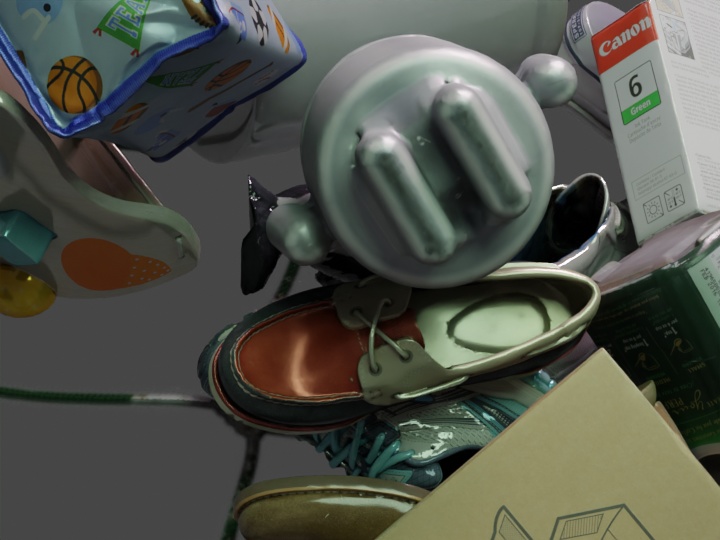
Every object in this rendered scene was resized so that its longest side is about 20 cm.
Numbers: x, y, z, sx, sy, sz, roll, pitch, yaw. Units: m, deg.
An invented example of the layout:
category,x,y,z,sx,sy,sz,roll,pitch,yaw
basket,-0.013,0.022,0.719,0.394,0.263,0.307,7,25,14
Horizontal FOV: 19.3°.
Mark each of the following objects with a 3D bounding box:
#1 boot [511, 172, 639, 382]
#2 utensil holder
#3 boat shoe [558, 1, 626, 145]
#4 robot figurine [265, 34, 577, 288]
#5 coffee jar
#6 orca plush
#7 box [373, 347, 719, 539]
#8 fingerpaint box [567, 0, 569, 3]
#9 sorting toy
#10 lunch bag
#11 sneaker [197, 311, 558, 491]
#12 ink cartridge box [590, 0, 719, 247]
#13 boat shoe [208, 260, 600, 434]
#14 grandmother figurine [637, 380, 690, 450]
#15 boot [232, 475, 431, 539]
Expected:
category,x,y,z,sx,sy,sz,roll,pitch,yaw
boot,0.140,-0.015,1.190,0.073,0.096,0.200,22,45,28
utensil holder,-0.010,-0.158,1.214,0.199,0.170,0.170,-17,61,-27
boat shoe,0.191,-0.087,1.297,0.200,0.065,0.074,36,39,-17
robot figurine,0.029,-0.055,1.031,0.169,0.200,0.113,-28,101,0
coffee jar,0.204,0.073,1.109,0.085,0.104,0.201,-36,97,-35
orca plush,0.000,0.000,1.154,0.200,0.071,0.106,-11,66,-50
box,0.093,0.163,1.011,0.200,0.021,0.164,-39,85,-9
fingerpaint box,0.110,-0.302,1.370,0.073,0.167,0.201,1,52,-19
sorting toy,-0.189,-0.082,1.066,0.107,0.180,0.200,-36,67,-9
lunch bag,-0.138,-0.161,1.034,0.124,0.170,0.201,-33,85,7
sneaker,0.013,0.077,1.095,0.199,0.078,0.087,12,53,-11
ink cartridge box,0.189,-0.103,1.214,0.109,0.050,0.201,12,58,-41
boat shoe,0.023,0.033,1.050,0.199,0.063,0.072,-8,76,-22
grandmother figurine,0.181,0.153,1.074,0.060,0.121,0.200,-35,91,-37
boot,0.029,0.157,1.046,0.199,0.074,0.076,18,59,-9
